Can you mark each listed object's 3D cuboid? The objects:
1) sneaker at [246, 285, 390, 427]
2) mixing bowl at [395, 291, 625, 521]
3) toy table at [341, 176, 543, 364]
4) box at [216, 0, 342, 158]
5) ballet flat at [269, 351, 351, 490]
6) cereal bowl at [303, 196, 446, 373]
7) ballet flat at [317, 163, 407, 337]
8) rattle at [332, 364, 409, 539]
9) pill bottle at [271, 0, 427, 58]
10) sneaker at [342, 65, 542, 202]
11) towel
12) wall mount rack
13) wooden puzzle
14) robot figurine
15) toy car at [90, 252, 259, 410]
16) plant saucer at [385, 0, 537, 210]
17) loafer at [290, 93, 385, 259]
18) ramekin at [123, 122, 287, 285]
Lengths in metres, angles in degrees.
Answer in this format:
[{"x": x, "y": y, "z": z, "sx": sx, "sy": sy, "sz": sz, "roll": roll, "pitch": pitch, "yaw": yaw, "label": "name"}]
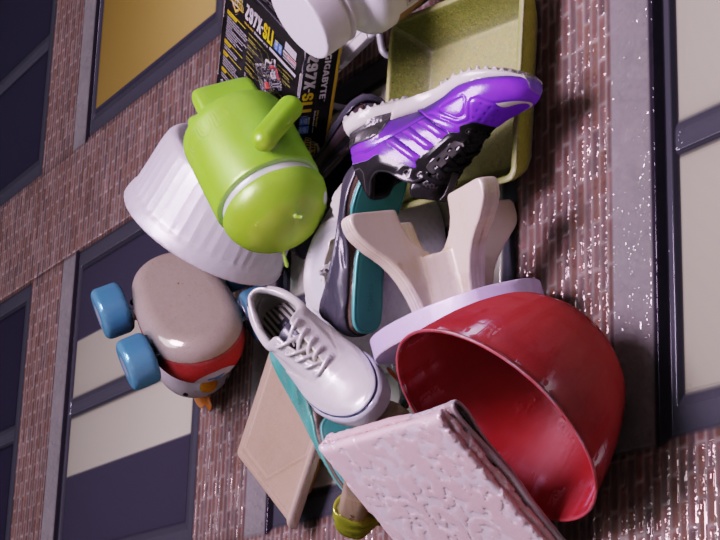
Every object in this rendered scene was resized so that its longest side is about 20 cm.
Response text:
[{"x": -0.048, "y": 0.079, "z": 1.586, "sx": 0.073, "sy": 0.071, "sz": 0.200, "roll": -53, "pitch": 42, "yaw": -2, "label": "sneaker"}, {"x": 0.138, "y": 0.092, "z": 1.371, "sx": 0.108, "sy": 0.201, "sz": 0.200, "roll": -43, "pitch": 15, "yaw": -28, "label": "mixing bowl"}, {"x": 0.072, "y": 0.001, "z": 1.514, "sx": 0.200, "sy": 0.183, "sz": 0.118, "roll": -24, "pitch": 75, "yaw": 43, "label": "toy table"}, {"x": -0.093, "y": -0.215, "z": 1.857, "sx": 0.200, "sy": 0.049, "sz": 0.160, "roll": 49, "pitch": 138, "yaw": 45, "label": "box"}, {"x": -0.032, "y": 0.139, "z": 1.707, "sx": 0.201, "sy": 0.067, "sz": 0.070, "roll": 64, "pitch": 160, "yaw": 5, "label": "ballet flat"}, {"x": 0.000, "y": 0.000, "z": 1.721, "sx": 0.200, "sy": 0.083, "sz": 0.201, "roll": -32, "pitch": 52, "yaw": 53, "label": "cereal bowl"}, {"x": -0.004, "y": -0.038, "z": 1.623, "sx": 0.073, "sy": 0.073, "sz": 0.201, "roll": 17, "pitch": 100, "yaw": 61, "label": "ballet flat"}, {"x": 0.061, "y": 0.170, "z": 1.597, "sx": 0.200, "sy": 0.142, "sz": 0.131, "roll": -55, "pitch": -36, "yaw": -52, "label": "rattle"}, {"x": 0.016, "y": -0.296, "z": 1.661, "sx": 0.114, "sy": 0.200, "sz": 0.115, "roll": 45, "pitch": 160, "yaw": 21, "label": "pill bottle"}, {"x": 0.078, "y": -0.112, "z": 1.517, "sx": 0.199, "sy": 0.069, "sz": 0.100, "roll": -17, "pitch": 72, "yaw": 33, "label": "sneaker"}, {"x": 0.077, "y": 0.201, "z": 1.431, "sx": 0.032, "sy": 0.200, "sz": 0.191, "roll": -46, "pitch": 13, "yaw": -34, "label": "towel"}, {"x": 0.004, "y": -0.271, "z": 1.826, "sx": 0.200, "sy": 0.074, "sz": 0.175, "roll": -37, "pitch": 53, "yaw": 51, "label": "wall mount rack"}, {"x": -0.069, "y": 0.155, "z": 1.845, "sx": 0.200, "sy": 0.037, "sz": 0.186, "roll": 46, "pitch": 121, "yaw": 61, "label": "wooden puzzle"}, {"x": -0.108, "y": -0.103, "z": 1.748, "sx": 0.201, "sy": 0.115, "sz": 0.176, "roll": 61, "pitch": 152, "yaw": 29, "label": "robot figurine"}, {"x": -0.191, "y": 0.097, "z": 1.992, "sx": 0.201, "sy": 0.183, "sz": 0.177, "roll": 82, "pitch": 161, "yaw": -44, "label": "toy car"}, {"x": 0.101, "y": -0.160, "z": 1.616, "sx": 0.199, "sy": 0.048, "sz": 0.201, "roll": -13, "pitch": 70, "yaw": 52, "label": "plant saucer"}, {"x": -0.024, "y": -0.090, "z": 1.805, "sx": 0.201, "sy": 0.072, "sz": 0.063, "roll": -61, "pitch": 29, "yaw": 23, "label": "loafer"}, {"x": -0.155, "y": -0.080, "z": 1.918, "sx": 0.098, "sy": 0.200, "sz": 0.201, "roll": -58, "pitch": 34, "yaw": 18, "label": "ramekin"}]
